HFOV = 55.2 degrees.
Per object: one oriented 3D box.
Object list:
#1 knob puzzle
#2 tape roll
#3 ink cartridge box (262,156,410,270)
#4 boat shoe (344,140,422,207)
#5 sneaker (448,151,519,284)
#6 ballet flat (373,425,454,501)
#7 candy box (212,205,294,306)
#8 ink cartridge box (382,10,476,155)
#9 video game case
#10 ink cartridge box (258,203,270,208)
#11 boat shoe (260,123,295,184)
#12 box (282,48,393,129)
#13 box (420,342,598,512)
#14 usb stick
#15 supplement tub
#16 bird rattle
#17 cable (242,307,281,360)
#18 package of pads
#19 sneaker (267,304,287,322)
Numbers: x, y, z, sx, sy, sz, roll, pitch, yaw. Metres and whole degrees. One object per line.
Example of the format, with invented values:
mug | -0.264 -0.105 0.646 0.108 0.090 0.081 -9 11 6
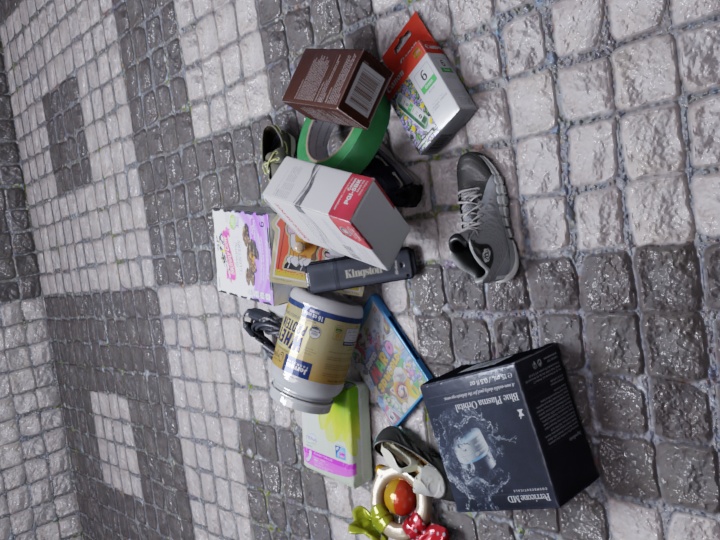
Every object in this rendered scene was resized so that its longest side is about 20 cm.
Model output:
knob puzzle | -0.064 -0.068 1.229 0.030 0.213 0.226 130 124 -81
tape roll | -0.031 -0.243 1.176 0.198 0.047 0.206 -29 49 39
ink cartridge box | -0.039 -0.094 1.103 0.197 0.147 0.084 20 73 37
boat shoe | 0.013 -0.173 1.176 0.199 0.091 0.076 39 125 35
sneaker | 0.166 -0.077 1.011 0.074 0.114 0.206 -24 81 46
ballet flat | 0.099 0.348 1.198 0.197 0.067 0.070 29 123 35
candy box | -0.204 -0.034 1.336 0.197 0.070 0.174 9 106 47
ink cartridge box | 0.092 -0.299 1.093 0.109 0.049 0.204 -44 67 43
video game case | 0.046 0.166 1.267 0.202 0.017 0.144 56 134 24
ink cartridge box | -0.117 -0.075 1.346 0.197 0.083 0.149 -16 87 49
boat shoe | -0.159 -0.205 1.316 0.072 0.060 0.205 -38 39 24
box | -0.042 -0.298 1.123 0.199 0.074 0.102 28 92 53
box | 0.216 0.237 1.024 0.195 0.115 0.206 -24 82 47
usb stick | 0.000 0.000 1.186 0.193 0.033 0.057 -9 88 6
supplement tub | -0.084 0.143 1.259 0.142 0.142 0.206 19 94 43
bird rattle | 0.073 0.436 1.240 0.196 0.111 0.169 -3 80 45
cable | -0.170 0.162 1.441 0.197 0.051 0.166 14 134 47
package of pads | -0.051 0.308 1.367 0.152 0.067 0.207 8 103 45
sneaker | -0.131 0.067 1.410 0.198 0.076 0.102 3 108 55
